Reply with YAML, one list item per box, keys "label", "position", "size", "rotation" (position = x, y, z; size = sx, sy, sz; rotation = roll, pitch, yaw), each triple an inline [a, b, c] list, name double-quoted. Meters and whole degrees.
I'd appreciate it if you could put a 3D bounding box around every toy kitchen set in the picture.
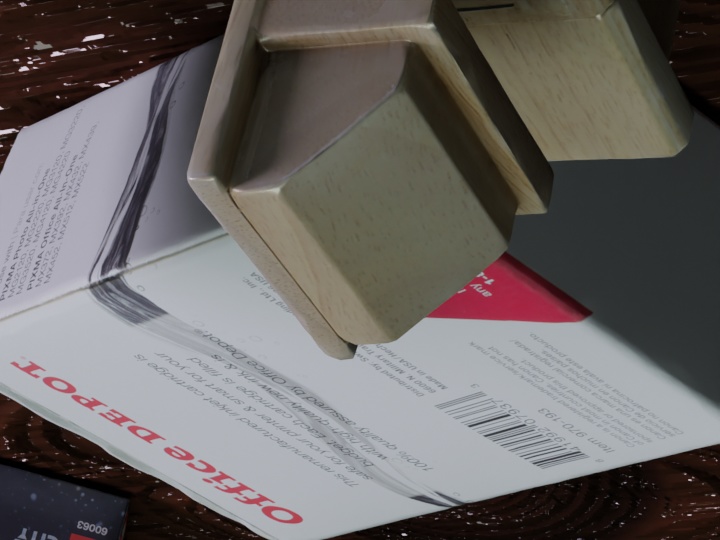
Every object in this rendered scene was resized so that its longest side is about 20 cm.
- label: "toy kitchen set"
  position: [0.071, -0.075, 0.579]
  size: [0.180, 0.164, 0.200]
  rotation: [0, 149, 26]

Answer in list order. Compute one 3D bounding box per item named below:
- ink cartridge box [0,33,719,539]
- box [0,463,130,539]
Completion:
- label: "ink cartridge box"
  position: [0.000, 0.000, 0.836]
  size: [0.145, 0.084, 0.200]
  rotation: [33, 148, -31]
- label: "box"
  position: [-0.195, 0.106, 1.173]
  size: [0.199, 0.038, 0.137]
  rotation: [15, 152, -1]
